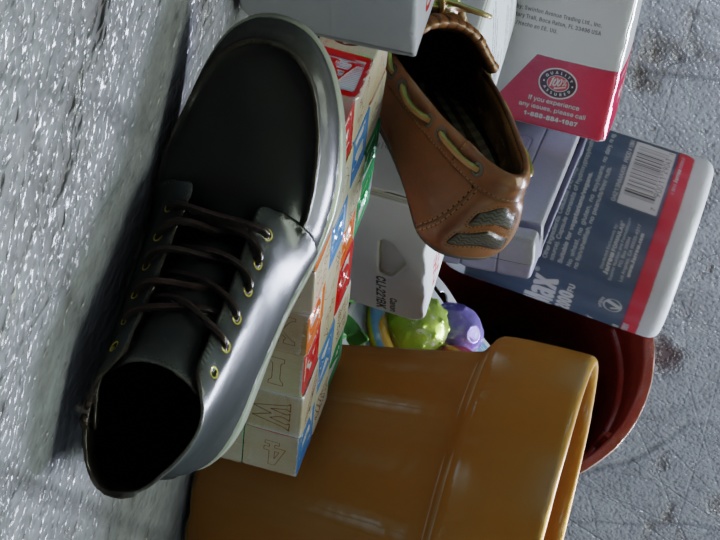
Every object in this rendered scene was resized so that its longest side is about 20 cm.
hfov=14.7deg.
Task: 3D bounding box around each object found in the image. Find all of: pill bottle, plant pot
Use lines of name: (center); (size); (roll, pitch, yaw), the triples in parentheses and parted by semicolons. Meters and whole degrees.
pill bottle: (0.112, -0.044, 1.763); (0.120, 0.199, 0.120); (19, 90, -85)
plant pot: (0.088, 0.082, 1.951); (0.195, 0.199, 0.202); (107, 1, -69)
plant pot: (0.012, 0.120, 1.455); (0.200, 0.182, 0.202); (14, 90, -82)

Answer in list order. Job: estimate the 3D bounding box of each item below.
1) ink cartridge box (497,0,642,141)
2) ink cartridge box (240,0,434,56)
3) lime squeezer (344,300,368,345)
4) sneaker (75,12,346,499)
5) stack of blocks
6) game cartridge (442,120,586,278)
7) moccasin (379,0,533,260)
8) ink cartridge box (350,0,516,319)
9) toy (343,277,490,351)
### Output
ink cartridge box: (0.099, -0.195, 1.625); (0.084, 0.144, 0.201); (-61, 164, -65)
ink cartridge box: (0.013, -0.219, 1.220); (0.147, 0.085, 0.201); (89, 16, -61)
lime squeezer: (0.000, 0.000, 1.608); (0.071, 0.038, 0.200); (-50, -175, 33)
sneaker: (-0.058, -0.004, 1.136); (0.106, 0.074, 0.201); (-46, 150, -80)
stack of blocks: (-0.036, -0.014, 1.329); (0.116, 0.058, 0.201); (-68, 169, -44)
game cartridge: (0.059, -0.063, 1.640); (0.200, 0.129, 0.039); (-62, 157, -57)
moccasin: (0.034, -0.101, 1.363); (0.078, 0.073, 0.202); (-58, -146, 38)
ink cartridge box: (0.023, -0.096, 1.501); (0.145, 0.083, 0.201); (89, 16, -64)
toy: (0.042, 0.055, 1.666); (0.047, 0.115, 0.200); (-29, -161, 31)
